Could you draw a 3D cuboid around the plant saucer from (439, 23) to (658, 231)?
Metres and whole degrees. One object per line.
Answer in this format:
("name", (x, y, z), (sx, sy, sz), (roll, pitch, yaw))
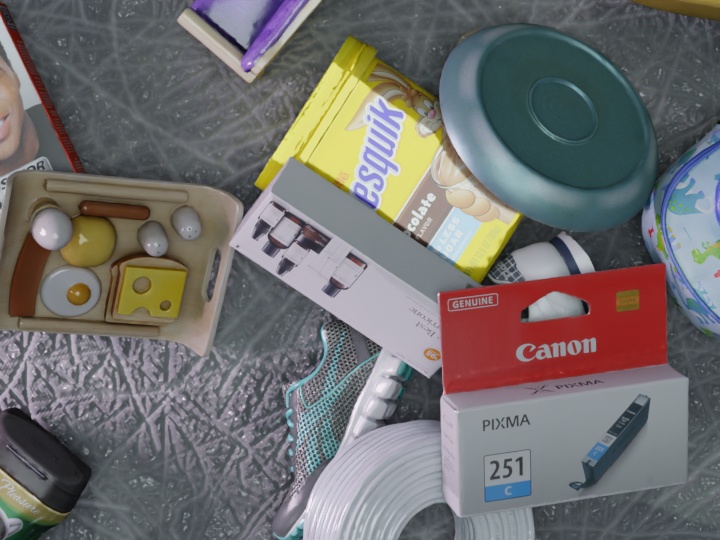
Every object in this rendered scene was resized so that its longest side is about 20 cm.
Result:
("plant saucer", (0.159, -0.123, 1.672), (0.199, 0.027, 0.201), (14, 54, -20))

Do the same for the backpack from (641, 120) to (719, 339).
("backpack", (0.338, -0.043, 1.675), (0.199, 0.147, 0.184), (-32, 93, -4))

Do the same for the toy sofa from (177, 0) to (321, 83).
("toy sofa", (-0.055, -0.254, 1.691), (0.083, 0.098, 0.200), (40, 94, -3))

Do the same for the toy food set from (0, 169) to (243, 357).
("toy food set", (-0.204, 0.001, 1.683), (0.199, 0.060, 0.144), (5, 114, -22))

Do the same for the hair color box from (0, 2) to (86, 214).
("hair color box", (-0.299, -0.111, 1.718), (0.101, 0.061, 0.201), (-26, 93, 2))

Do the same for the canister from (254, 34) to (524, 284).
("canister", (0.035, -0.079, 1.710), (0.200, 0.087, 0.149), (33, 94, -4))

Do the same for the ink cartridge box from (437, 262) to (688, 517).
("ink cartridge box", (0.162, 0.095, 1.650), (0.199, 0.045, 0.177), (-7, 107, -15))

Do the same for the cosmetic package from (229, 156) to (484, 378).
("cosmetic package", (0.000, 0.000, 1.669), (0.200, 0.083, 0.051), (33, 49, -8))

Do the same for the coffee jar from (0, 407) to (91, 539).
("coffee jar", (-0.318, 0.216, 1.728), (0.104, 0.085, 0.200), (40, 94, 0))

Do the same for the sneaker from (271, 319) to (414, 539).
("sneaker", (-0.032, 0.130, 1.740), (0.091, 0.078, 0.201), (29, 89, 13))

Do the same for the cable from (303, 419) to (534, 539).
("cable", (0.049, 0.225, 1.702), (0.199, 0.069, 0.201), (6, 96, -28))

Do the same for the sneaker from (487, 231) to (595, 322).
("sneaker", (0.169, 0.070, 1.713), (0.080, 0.076, 0.201), (-24, 103, -11))

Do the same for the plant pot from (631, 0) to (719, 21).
("plant pot", (0.259, -0.297, 1.650), (0.199, 0.194, 0.197), (4, 94, 6))

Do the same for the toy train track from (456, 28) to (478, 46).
("toy train track", (0.151, -0.119, 1.720), (0.200, 0.115, 0.033), (46, 130, 10))
